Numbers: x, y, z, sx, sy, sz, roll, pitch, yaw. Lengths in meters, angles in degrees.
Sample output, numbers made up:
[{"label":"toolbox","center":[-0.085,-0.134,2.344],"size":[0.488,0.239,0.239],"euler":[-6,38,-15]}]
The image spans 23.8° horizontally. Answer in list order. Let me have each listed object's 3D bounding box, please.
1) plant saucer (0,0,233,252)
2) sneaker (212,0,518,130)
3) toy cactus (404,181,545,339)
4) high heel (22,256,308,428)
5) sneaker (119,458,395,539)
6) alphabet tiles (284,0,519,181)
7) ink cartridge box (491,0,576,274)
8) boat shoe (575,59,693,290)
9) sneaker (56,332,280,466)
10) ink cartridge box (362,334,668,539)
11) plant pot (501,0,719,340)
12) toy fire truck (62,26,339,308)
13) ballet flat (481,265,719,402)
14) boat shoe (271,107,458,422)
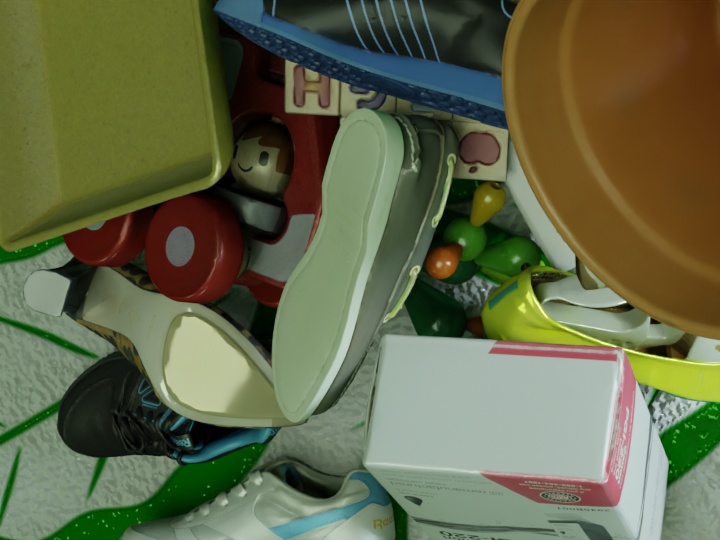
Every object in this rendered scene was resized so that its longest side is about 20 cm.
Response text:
[{"label":"plant saucer","center":[-0.149,-0.126,1.019],"size":[0.200,0.048,0.201],"euler":[-14,80,40]},{"label":"sneaker","center":[0.020,-0.141,0.947],"size":[0.200,0.070,0.078],"euler":[19,85,13]},{"label":"toy cactus","center":[0.037,-0.001,1.076],"size":[0.165,0.102,0.200],"euler":[5,133,37]},{"label":"high heel","center":[-0.115,0.043,1.128],"size":[0.200,0.143,0.072],"euler":[27,95,4]},{"label":"sneaker","center":[-0.072,0.173,1.182],"size":[0.199,0.077,0.081],"euler":[-6,95,15]},{"label":"alphabet tiles","center":[0.038,-0.151,0.972],"size":[0.166,0.006,0.201],"euler":[4,105,10]},{"label":"ink cartridge box","center":[0.137,-0.121,1.009],"size":[0.145,0.084,0.200],"euler":[-28,95,24]},{"label":"boat shoe","center":[0.150,-0.089,0.935],"size":[0.066,0.074,0.201],"euler":[0,108,5]},{"label":"sneaker","center":[-0.130,0.094,1.163],"size":[0.200,0.082,0.073],"euler":[-16,114,25]},{"label":"ink cartridge box","center":[0.099,0.114,1.028],"size":[0.145,0.200,0.085],"euler":[3,69,19]},{"label":"plant pot","center":[0.186,-0.086,0.821],"size":[0.200,0.140,0.200],"euler":[35,142,32]},{"label":"toy fire truck","center":[-0.089,-0.070,1.075],"size":[0.200,0.112,0.168],"euler":[20,99,38]},{"label":"ballet flat","center":[0.170,0.033,1.008],"size":[0.199,0.067,0.067],"euler":[9,139,-17]},{"label":"boat shoe","center":[0.001,0.002,0.984],"size":[0.072,0.060,0.202],"euler":[48,128,44]}]
